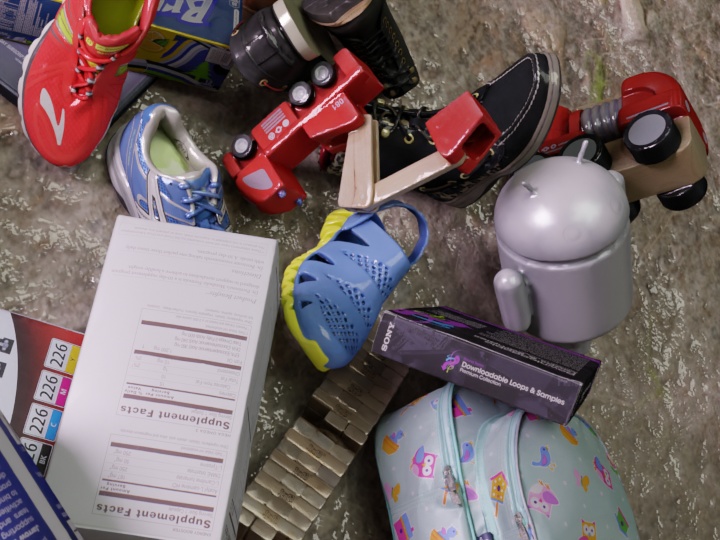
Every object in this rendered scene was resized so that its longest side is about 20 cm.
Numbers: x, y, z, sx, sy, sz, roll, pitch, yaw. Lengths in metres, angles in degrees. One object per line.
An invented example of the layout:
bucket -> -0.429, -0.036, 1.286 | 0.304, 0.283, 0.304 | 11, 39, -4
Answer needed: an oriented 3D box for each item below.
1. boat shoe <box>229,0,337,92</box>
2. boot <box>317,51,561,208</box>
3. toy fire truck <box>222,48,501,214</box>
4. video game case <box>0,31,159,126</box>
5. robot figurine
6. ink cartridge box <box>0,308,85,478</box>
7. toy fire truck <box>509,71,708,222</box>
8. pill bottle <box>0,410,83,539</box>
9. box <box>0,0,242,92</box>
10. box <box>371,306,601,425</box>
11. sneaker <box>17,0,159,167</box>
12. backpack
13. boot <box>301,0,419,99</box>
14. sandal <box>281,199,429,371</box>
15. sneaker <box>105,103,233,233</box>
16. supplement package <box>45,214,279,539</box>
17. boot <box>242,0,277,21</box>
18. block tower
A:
boat shoe -> -0.061, -0.194, 0.835 | 0.074, 0.063, 0.201 | 58, 14, -6
boot -> 0.063, -0.125, 0.831 | 0.153, 0.204, 0.074 | 9, 62, -20
toy fire truck -> -0.005, -0.097, 0.778 | 0.141, 0.200, 0.049 | 56, 15, 23
video game case -> -0.232, -0.205, 0.818 | 0.143, 0.019, 0.200 | 38, 55, -7
robot figurine -> 0.178, -0.016, 0.845 | 0.113, 0.200, 0.170 | 25, 56, 37
ink cartridge box -> -0.279, 0.117, 0.592 | 0.175, 0.084, 0.200 | 19, 59, -19
toy fire truck -> 0.249, -0.138, 0.965 | 0.129, 0.176, 0.200 | 43, 42, -39
pill bottle -> -0.196, 0.164, 0.493 | 0.116, 0.116, 0.200 | -31, 85, -36
box -> -0.199, -0.213, 0.789 | 0.200, 0.064, 0.070 | 11, 62, -25
box -> 0.103, 0.066, 0.732 | 0.143, 0.200, 0.036 | 19, 93, 17
sneaker -> -0.197, -0.166, 0.710 | 0.077, 0.200, 0.085 | 18, 15, -24
backpack -> 0.106, 0.174, 0.730 | 0.176, 0.153, 0.200 | 15, 44, -43
boot -> 0.017, -0.202, 0.849 | 0.138, 0.077, 0.200 | 56, 13, -21
sandal -> 0.000, 0.000, 0.762 | 0.080, 0.087, 0.200 | 57, 29, -25
sneaker -> -0.138, -0.036, 0.750 | 0.076, 0.077, 0.200 | -23, 82, -37
supplement package -> -0.123, 0.083, 0.636 | 0.109, 0.114, 0.200 | 9, 64, 0
boot -> -0.061, -0.318, 0.881 | 0.077, 0.155, 0.200 | 34, 55, -10
block tower -> -0.027, 0.129, 0.739 | 0.054, 0.058, 0.200 | 34, 56, 5
